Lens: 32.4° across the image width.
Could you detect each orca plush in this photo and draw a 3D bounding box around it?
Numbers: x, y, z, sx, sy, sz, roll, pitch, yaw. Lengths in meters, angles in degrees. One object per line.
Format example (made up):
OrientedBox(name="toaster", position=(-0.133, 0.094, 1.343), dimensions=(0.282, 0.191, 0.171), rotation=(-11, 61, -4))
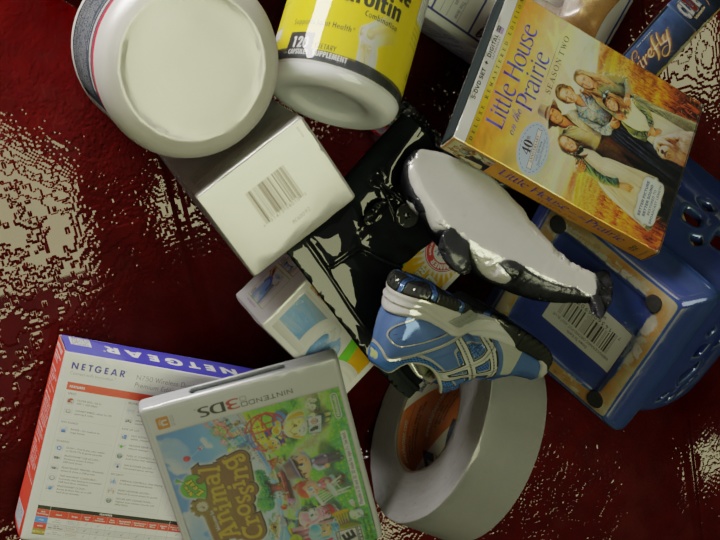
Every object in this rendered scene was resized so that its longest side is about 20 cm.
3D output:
OrientedBox(name="orca plush", position=(0.111, -0.025, 1.009), dimensions=(0.198, 0.071, 0.107), rotation=(20, 68, -13))

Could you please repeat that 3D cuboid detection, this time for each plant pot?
OrientedBox(name="plant pot", position=(0.239, 0.012, 1.124), dimensions=(0.179, 0.200, 0.201), rotation=(-26, 151, -48))

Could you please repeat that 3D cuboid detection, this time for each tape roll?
OrientedBox(name="tape roll", position=(0.088, 0.149, 1.166), dimensions=(0.066, 0.200, 0.202), rotation=(24, 96, -24))

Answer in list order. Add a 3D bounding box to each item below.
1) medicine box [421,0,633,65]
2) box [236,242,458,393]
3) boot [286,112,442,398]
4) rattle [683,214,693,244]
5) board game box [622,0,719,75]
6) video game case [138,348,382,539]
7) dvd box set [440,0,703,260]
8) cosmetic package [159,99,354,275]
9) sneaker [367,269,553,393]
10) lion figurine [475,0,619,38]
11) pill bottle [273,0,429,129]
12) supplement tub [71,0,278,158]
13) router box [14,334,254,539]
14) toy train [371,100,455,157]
OrientedBox(name="medicine box", position=(0.143, -0.274, 1.121), dimensions=(0.199, 0.103, 0.184), rotation=(28, 94, -25))
OrientedBox(name="box", position=(0.000, 0.000, 1.145), dimensions=(0.200, 0.101, 0.113), rotation=(-46, 114, -3))
OrientedBox(name="boot", position=(0.043, -0.012, 1.059), dimensions=(0.168, 0.076, 0.201), rotation=(-38, 107, -2))
OrientedBox(name="rattle", position=(0.261, -0.065, 1.239), dimensions=(0.201, 0.141, 0.131), rotation=(59, 37, -31))
OrientedBox(name="board game box", position=(0.242, -0.171, 1.126), dimensions=(0.035, 0.135, 0.200), rotation=(43, 126, 5))
OrientedBox(name="video game case", position=(-0.087, 0.182, 1.123), dimensions=(0.179, 0.022, 0.202), rotation=(-14, 116, -1))
OrientedBox(name="dvd box set", position=(0.175, -0.118, 1.002), dimensions=(0.198, 0.029, 0.148), rotation=(28, 69, -14))
OrientedBox(name="cosmetic package", position=(-0.093, -0.083, 1.033), dimensions=(0.107, 0.200, 0.085), rotation=(-37, 112, -3))
OrientedBox(name="sneaker", position=(0.081, 0.062, 1.033), dimensions=(0.199, 0.076, 0.078), rotation=(21, 98, -38))
OrientedBox(name="lion figurine", position=(0.201, -0.242, 1.067), dimensions=(0.200, 0.073, 0.122), rotation=(-44, 123, 11))
OrientedBox(name="pill bottle", position=(0.000, -0.225, 0.997), dimensions=(0.111, 0.112, 0.203), rotation=(21, 77, -24))
OrientedBox(name="supplement tub", position=(-0.154, -0.174, 0.984), dimensions=(0.138, 0.200, 0.142), rotation=(-6, 107, -19))
OrientedBox(name="router box", position=(-0.200, 0.168, 1.146), dimensions=(0.198, 0.049, 0.182), rotation=(13, 100, -23))
OrientedBox(name="toy train", position=(0.022, -0.148, 1.151), dimensions=(0.046, 0.034, 0.200), rotation=(-42, 116, 9))
